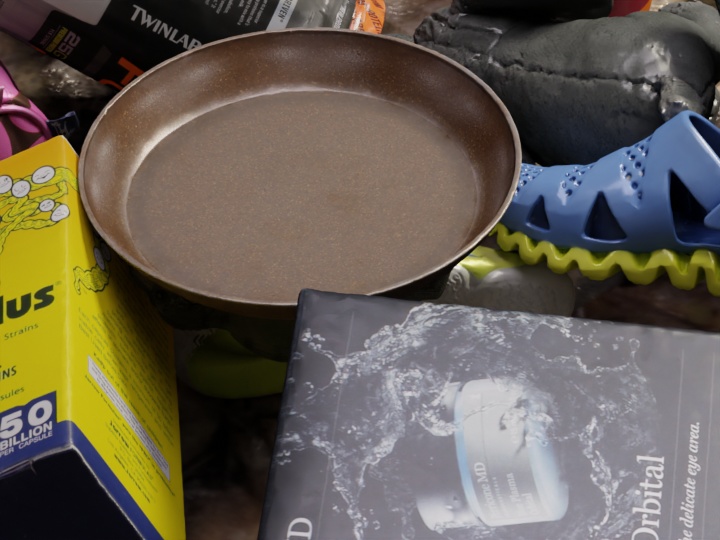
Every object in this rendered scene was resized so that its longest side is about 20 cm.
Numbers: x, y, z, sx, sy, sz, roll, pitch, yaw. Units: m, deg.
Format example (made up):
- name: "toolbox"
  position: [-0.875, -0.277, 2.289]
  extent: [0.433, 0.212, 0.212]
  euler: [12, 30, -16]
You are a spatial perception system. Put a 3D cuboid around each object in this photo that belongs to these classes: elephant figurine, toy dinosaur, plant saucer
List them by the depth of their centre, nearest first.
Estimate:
- name: "plant saucer"
  position: [-0.027, -0.040, 1.182]
  extent: [0.200, 0.032, 0.200]
  euler: [-2, 40, 2]
- name: "toy dinosaur"
  position: [-0.003, 0.014, 1.196]
  extent: [0.200, 0.047, 0.088]
  euler: [23, 80, 5]
- name: "elephant figurine"
  position: [0.080, -0.095, 1.341]
  extent: [0.200, 0.155, 0.142]
  euler: [19, 45, 9]

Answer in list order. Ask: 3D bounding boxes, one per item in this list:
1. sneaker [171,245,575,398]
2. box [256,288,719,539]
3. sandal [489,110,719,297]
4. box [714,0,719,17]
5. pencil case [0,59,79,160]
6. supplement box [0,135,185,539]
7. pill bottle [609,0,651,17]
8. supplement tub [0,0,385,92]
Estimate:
- name: "sneaker"
  position: [0.000, 0.000, 1.273]
  extent: [0.199, 0.076, 0.105]
  euler: [-5, 41, -8]
- name: "box"
  position: [0.059, 0.127, 1.070]
  extent: [0.199, 0.118, 0.197]
  euler: [6, 56, 4]
- name: "sandal"
  position: [0.149, -0.036, 1.226]
  extent: [0.199, 0.087, 0.079]
  euler: [8, 18, 15]
- name: "box"
  position: [0.234, -0.073, 1.237]
  extent: [0.040, 0.137, 0.200]
  euler: [-29, 44, -3]
- name: "pencil case"
  position: [-0.229, -0.106, 1.366]
  extent: [0.091, 0.094, 0.200]
  euler: [-27, 48, -18]
- name: "supplement box"
  position: [-0.151, 0.057, 1.150]
  extent: [0.109, 0.110, 0.200]
  euler: [-22, 40, 11]
- name: "pill bottle"
  position: [0.115, -0.225, 1.440]
  extent: [0.113, 0.200, 0.113]
  euler: [1, 41, -1]
- name: "supplement tub"
  position: [-0.096, -0.145, 1.356]
  extent: [0.200, 0.123, 0.123]
  euler: [27, 39, -14]
